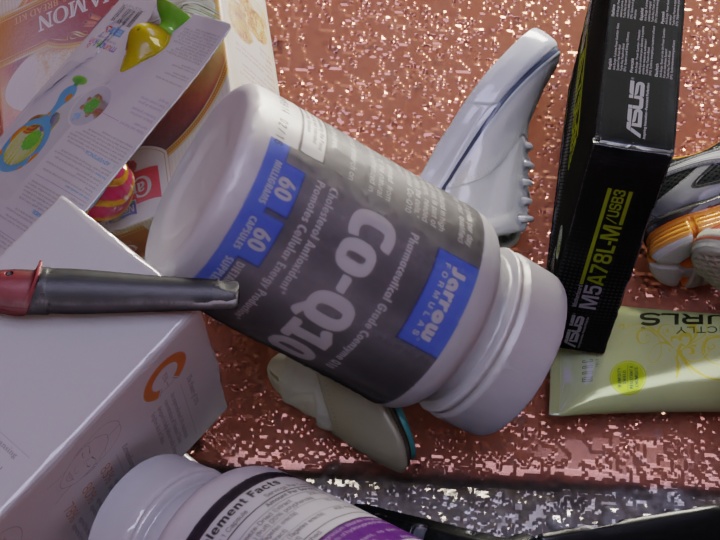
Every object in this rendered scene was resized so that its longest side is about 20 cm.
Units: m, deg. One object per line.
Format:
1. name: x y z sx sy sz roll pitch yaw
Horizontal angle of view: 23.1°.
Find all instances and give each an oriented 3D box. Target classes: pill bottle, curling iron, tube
1. pill bottle: -0.030 0.157 0.803 0.199 0.112 0.112 21 66 36
2. pill bottle: 0.000 0.000 0.901 0.199 0.114 0.115 28 66 -19
3. curling iron: -0.154 0.000 0.812 0.198 0.026 0.050 7 67 6
4. tube: 0.206 0.053 0.996 0.198 0.058 0.052 2 105 7

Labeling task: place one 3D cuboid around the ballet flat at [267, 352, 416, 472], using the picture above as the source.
1. ballet flat: -0.032 0.036 0.999 0.069 0.070 0.201 -20 59 -7

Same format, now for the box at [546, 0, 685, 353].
1. box: 0.139 -0.088 0.965 0.047 0.194 0.202 8 58 4

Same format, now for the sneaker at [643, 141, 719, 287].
1. sneaker: 0.253 -0.056 1.029 0.198 0.079 0.078 -13 55 -7

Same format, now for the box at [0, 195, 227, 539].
1. box: -0.170 0.086 0.854 0.097 0.125 0.200 37 70 19

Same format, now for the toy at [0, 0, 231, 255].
1. toy: -0.149 -0.056 0.946 0.115 0.047 0.201 25 77 49

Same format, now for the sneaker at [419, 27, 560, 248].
1. sneaker: 0.072 -0.048 1.037 0.070 0.073 0.201 32 79 5

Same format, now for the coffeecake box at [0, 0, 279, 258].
1. coffeecake box: -0.129 -0.102 1.028 0.152 0.073 0.202 -19 65 19

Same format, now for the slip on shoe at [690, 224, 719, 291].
1. slip on shoe: 0.278 -0.007 0.994 0.198 0.074 0.062 6 73 -12

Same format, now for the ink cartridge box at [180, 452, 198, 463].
1. ink cartridge box: -0.119 0.171 0.929 0.199 0.083 0.147 36 70 16

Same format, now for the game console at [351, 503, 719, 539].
1. game console: 0.086 0.211 0.870 0.175 0.116 0.202 7 105 41
